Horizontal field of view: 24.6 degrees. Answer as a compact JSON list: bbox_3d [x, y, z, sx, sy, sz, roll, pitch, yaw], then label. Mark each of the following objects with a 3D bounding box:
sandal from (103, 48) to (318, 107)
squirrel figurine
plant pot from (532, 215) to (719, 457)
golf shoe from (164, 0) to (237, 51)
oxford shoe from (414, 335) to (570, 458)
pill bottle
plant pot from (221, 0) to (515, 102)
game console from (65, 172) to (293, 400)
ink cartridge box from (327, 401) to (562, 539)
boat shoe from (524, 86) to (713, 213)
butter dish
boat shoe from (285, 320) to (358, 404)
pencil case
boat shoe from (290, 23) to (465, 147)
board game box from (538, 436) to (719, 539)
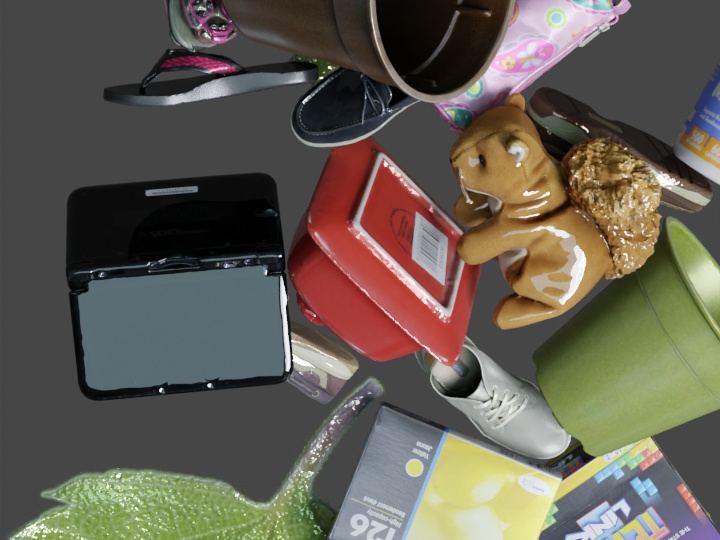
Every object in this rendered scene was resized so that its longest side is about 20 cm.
[{"bbox_3d":[-0.138,-0.183,1.509,0.199,0.075,0.045,-10,110,-11],"label":"sandal"},{"bbox_3d":[0.176,-0.071,1.507,0.199,0.142,0.187,-12,120,18],"label":"squirrel figurine"},{"bbox_3d":[0.275,0.083,1.598,0.190,0.200,0.200,-35,110,19],"label":"plant pot"},{"bbox_3d":[-0.152,-0.296,1.462,0.072,0.092,0.202,0,88,-33],"label":"golf shoe"},{"bbox_3d":[0.133,0.129,1.655,0.200,0.058,0.075,40,99,-19],"label":"oxford shoe"},{"bbox_3d":[0.386,-0.173,1.545,0.112,0.112,0.201,23,106,-14],"label":"pill bottle"},{"bbox_3d":[-0.003,-0.253,1.393,0.200,0.197,0.202,-18,114,-48],"label":"plant pot"},{"bbox_3d":[-0.169,0.011,1.544,0.199,0.177,0.117,-5,135,-5],"label":"game console"},{"bbox_3d":[0.075,0.260,1.658,0.197,0.047,0.201,21,92,2],"label":"ink cartridge box"},{"bbox_3d":[0.237,-0.100,1.584,0.201,0.075,0.075,28,118,-9],"label":"boat shoe"},{"bbox_3d":[0.000,0.000,1.546,0.199,0.200,0.148,43,123,-17],"label":"butter dish"},{"bbox_3d":[-0.099,0.073,1.603,0.199,0.072,0.065,25,100,-20],"label":"boat shoe"},{"bbox_3d":[0.147,-0.209,1.520,0.200,0.088,0.088,-38,109,8],"label":"pencil case"},{"bbox_3d":[0.020,-0.170,1.484,0.199,0.062,0.075,-21,73,20],"label":"boat shoe"},{"bbox_3d":[0.247,0.264,1.715,0.200,0.057,0.166,-36,108,7],"label":"board game box"}]
